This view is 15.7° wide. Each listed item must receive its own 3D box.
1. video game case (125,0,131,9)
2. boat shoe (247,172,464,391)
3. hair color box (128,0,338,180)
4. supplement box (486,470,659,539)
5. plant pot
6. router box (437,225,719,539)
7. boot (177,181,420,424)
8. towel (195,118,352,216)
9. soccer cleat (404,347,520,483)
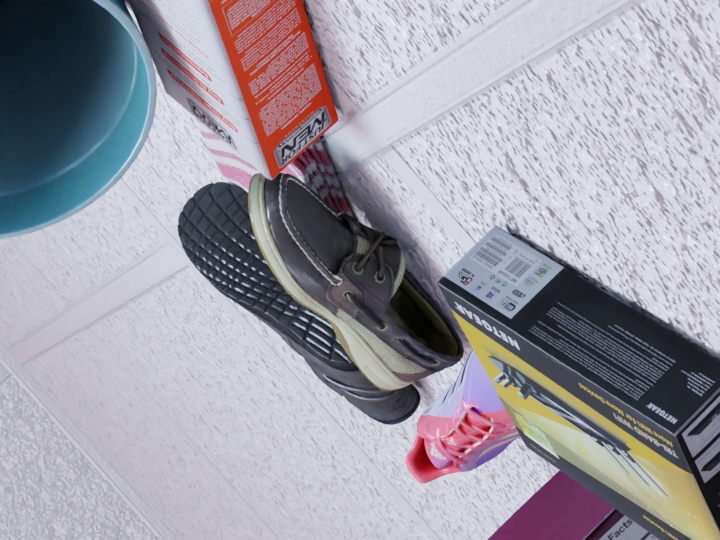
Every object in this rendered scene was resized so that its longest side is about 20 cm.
[{"bbox_3d":[-0.186,-0.238,1.622,0.200,0.018,0.144,38,158,32],"label":"video game case"},{"bbox_3d":[0.000,0.001,1.650,0.066,0.072,0.201,-16,135,24],"label":"boat shoe"},{"bbox_3d":[-0.082,-0.149,1.491,0.101,0.061,0.200,40,163,27],"label":"hair color box"},{"bbox_3d":[0.182,0.232,1.658,0.200,0.103,0.131,51,167,-12],"label":"supplement box"},{"bbox_3d":[-0.233,-0.154,1.548,0.200,0.199,0.189,61,-172,-45],"label":"plant pot"},{"bbox_3d":[0.145,0.078,1.450,0.200,0.052,0.158,33,161,45],"label":"router box"},{"bbox_3d":[-0.047,0.031,1.878,0.200,0.070,0.132,45,172,27],"label":"boot"},{"bbox_3d":[-0.070,-0.084,1.698,0.146,0.030,0.200,38,164,34],"label":"towel"},{"bbox_3d":[0.073,0.093,1.655,0.067,0.076,0.200,46,166,4],"label":"soccer cleat"}]
